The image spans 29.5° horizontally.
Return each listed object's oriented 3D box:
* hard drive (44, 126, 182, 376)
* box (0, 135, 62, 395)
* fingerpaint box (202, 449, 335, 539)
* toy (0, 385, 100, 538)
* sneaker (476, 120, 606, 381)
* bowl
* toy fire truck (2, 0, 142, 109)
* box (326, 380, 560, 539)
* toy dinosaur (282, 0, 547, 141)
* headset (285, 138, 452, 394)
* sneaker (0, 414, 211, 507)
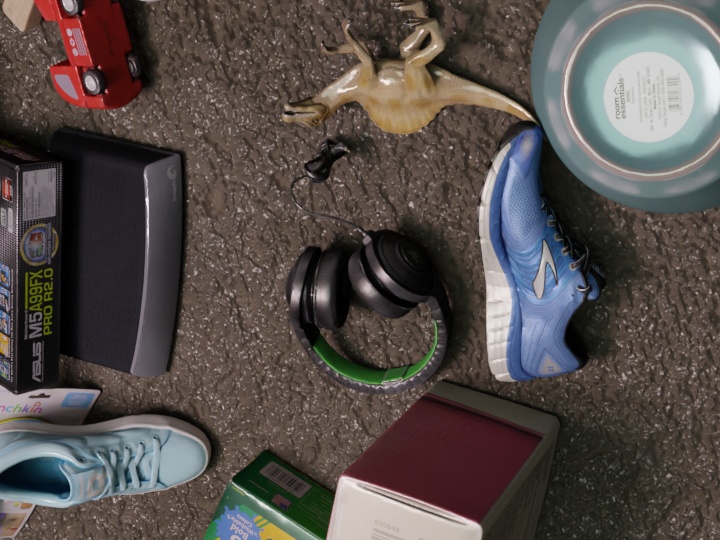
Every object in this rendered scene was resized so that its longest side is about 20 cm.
[{"bbox_3d":[-0.220,-0.012,1.167,0.134,0.042,0.201,14,110,19],"label":"hard drive"},{"bbox_3d":[-0.317,-0.014,1.175,0.160,0.044,0.201,23,115,42],"label":"box"},{"bbox_3d":[-0.045,0.280,1.158,0.200,0.073,0.167,31,115,13],"label":"fingerpaint box"},{"bbox_3d":[-0.317,0.188,1.226,0.200,0.115,0.047,-54,50,28],"label":"toy"},{"bbox_3d":[0.135,-0.014,1.002,0.089,0.079,0.201,-1,113,16],"label":"sneaker"},{"bbox_3d":[0.201,-0.126,0.913,0.200,0.105,0.202,5,105,19],"label":"bowl"},{"bbox_3d":[-0.258,-0.229,1.107,0.141,0.049,0.201,9,121,40],"label":"toy fire truck"},{"bbox_3d":[0.061,0.183,1.013,0.109,0.200,0.128,17,111,18],"label":"box"},{"bbox_3d":[0.041,-0.146,1.019,0.199,0.058,0.101,2,123,10],"label":"toy dinosaur"},{"bbox_3d":[0.000,0.000,1.073,0.123,0.094,0.200,-13,115,22],"label":"headset"},{"bbox_3d":[-0.224,0.172,1.159,0.199,0.082,0.074,-2,114,-11],"label":"sneaker"}]
